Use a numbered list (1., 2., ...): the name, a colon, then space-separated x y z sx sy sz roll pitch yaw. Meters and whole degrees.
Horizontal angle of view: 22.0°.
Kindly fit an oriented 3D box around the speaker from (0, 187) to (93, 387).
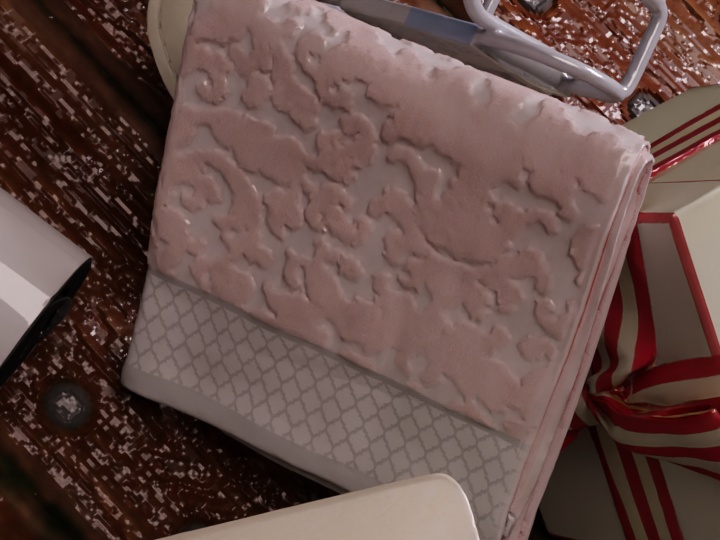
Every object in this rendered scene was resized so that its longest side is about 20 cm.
1. speaker: -0.209 -0.033 0.764 0.200 0.081 0.081 38 62 -2

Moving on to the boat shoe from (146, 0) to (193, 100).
1. boat shoe: -0.062 -0.133 0.846 0.071 0.060 0.201 -13 59 1

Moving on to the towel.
1. towel: 0.000 0.000 0.739 0.199 0.192 0.032 25 25 22

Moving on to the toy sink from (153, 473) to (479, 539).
1. toy sink: -0.044 0.168 0.699 0.199 0.112 0.131 -14 73 -2

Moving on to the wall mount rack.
1. wall mount rack: 0.035 -0.138 0.814 0.173 0.200 0.075 25 89 -39

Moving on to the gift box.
1. gift box: 0.143 0.010 0.797 0.186 0.184 0.201 -29 101 -28
